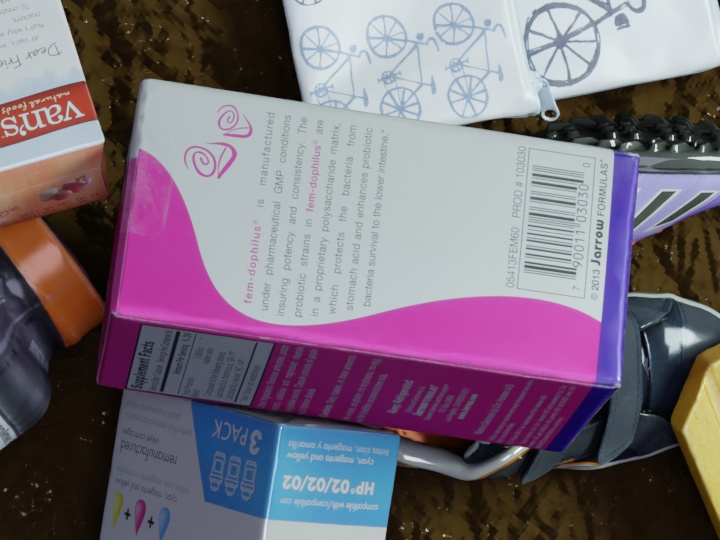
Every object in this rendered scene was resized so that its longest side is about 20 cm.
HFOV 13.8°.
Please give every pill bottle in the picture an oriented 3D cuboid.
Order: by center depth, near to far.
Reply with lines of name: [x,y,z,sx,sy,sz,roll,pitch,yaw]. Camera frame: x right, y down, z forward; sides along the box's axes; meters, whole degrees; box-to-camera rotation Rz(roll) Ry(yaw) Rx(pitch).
pill bottle: [-0.202,0.049,1.225,0.200,0.106,0.106,-38,98,-6]

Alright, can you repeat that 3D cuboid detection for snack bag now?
snack bag: [0.057,-0.157,1.291,0.200,0.021,0.189,-10,88,-9]

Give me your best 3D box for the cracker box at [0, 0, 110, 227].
cracker box: [-0.192,-0.107,1.202,0.134,0.058,0.200,-16,68,-8]

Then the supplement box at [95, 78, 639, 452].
supplement box: [0.000,0.000,1.190,0.200,0.103,0.101,9,70,-7]

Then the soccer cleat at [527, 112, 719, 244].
soccer cleat: [0.080,-0.024,1.293,0.200,0.068,0.073,-7,105,-7]

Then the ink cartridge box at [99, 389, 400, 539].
ink cartridge box: [-0.058,0.155,1.243,0.068,0.115,0.200,7,92,-39]

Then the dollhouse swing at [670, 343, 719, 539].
dollhouse swing: [0.258,0.114,1.274,0.200,0.182,0.176,-26,124,-9]

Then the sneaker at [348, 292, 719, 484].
sneaker: [0.078,0.053,1.288,0.200,0.079,0.079,-7,94,-11]
